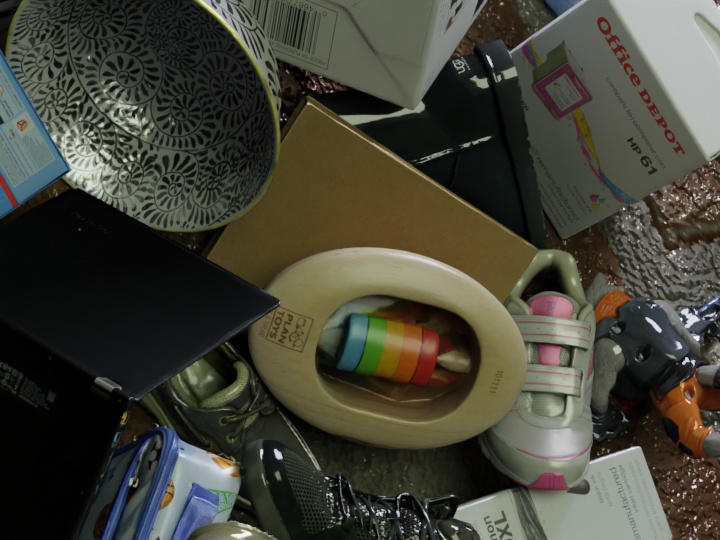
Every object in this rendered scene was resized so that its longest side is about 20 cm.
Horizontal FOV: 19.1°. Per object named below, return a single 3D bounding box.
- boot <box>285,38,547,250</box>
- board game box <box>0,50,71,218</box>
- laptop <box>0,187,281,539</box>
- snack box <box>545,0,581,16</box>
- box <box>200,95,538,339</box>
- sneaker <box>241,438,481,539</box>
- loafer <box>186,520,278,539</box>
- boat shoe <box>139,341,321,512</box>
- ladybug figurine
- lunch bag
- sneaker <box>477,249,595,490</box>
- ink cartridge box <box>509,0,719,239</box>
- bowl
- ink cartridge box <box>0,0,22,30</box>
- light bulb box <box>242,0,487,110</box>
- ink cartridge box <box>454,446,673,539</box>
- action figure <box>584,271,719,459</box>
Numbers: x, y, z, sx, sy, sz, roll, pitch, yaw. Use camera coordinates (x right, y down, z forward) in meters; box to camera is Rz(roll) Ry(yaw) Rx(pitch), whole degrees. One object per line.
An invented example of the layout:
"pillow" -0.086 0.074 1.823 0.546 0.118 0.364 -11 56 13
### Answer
"boot" 0.040 -0.063 1.537 0.167 0.201 0.077 -18 42 -3
"board game box" -0.299 -0.070 1.323 0.200 0.037 0.152 -37 116 -18
"laptop" -0.185 0.067 1.316 0.116 0.186 0.201 12 103 -58
"snack box" 0.195 -0.304 1.710 0.169 0.068 0.200 48 57 -8
"box" 0.000 0.000 1.478 0.199 0.021 0.164 32 98 -16
"sneaker" 0.006 0.159 1.348 0.200 0.114 0.077 53 21 -37
"loafer" -0.047 0.194 1.272 0.200 0.075 0.069 47 29 -46
"boat shoe" -0.097 0.086 1.424 0.201 0.066 0.072 46 59 -8
"ladybug figurine" 0.014 0.047 1.444 0.199 0.072 0.137 17 104 -15
"lunch bag" -0.148 0.192 1.307 0.075 0.160 0.201 28 63 -20
"sneaker" 0.124 0.063 1.501 0.081 0.089 0.201 2 46 -7
"ink cartridge box" 0.188 -0.128 1.570 0.084 0.200 0.145 -33 91 -33
"bowl" -0.127 -0.134 1.420 0.201 0.200 0.094 44 42 -9
"ink cartridge box" -0.237 -0.194 1.422 0.199 0.094 0.045 -21 84 -32
"light bulb box" -0.005 -0.241 1.476 0.197 0.125 0.200 22 42 10
"ink cartridge box" 0.123 0.222 1.491 0.199 0.083 0.146 -15 82 -32
"action figure" 0.245 0.062 1.585 0.193 0.105 0.200 34 48 20
